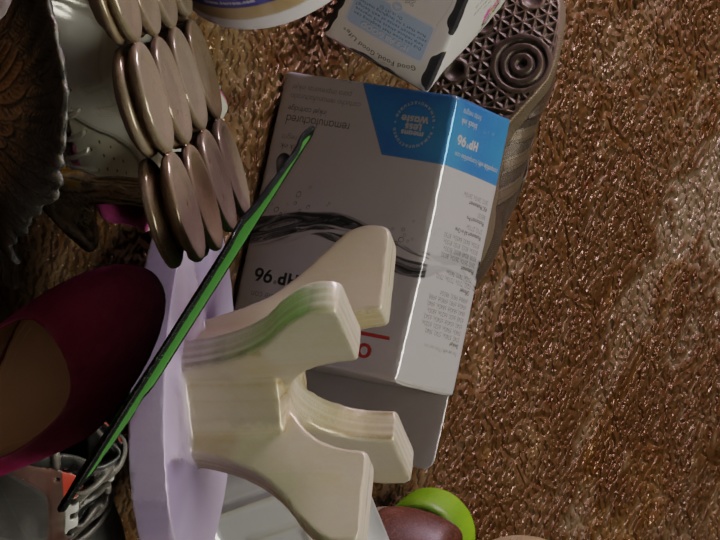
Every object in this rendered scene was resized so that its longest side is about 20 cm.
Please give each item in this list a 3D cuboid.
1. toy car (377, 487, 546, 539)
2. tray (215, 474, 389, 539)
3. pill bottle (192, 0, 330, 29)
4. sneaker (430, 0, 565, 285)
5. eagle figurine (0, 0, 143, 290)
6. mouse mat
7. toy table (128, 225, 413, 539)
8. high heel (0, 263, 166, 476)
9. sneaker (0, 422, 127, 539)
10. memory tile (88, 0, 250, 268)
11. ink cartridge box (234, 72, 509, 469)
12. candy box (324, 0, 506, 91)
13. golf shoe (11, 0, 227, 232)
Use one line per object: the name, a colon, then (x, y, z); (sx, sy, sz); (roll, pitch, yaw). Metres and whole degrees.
toy car: (0.087, 0.217, 1.767); (0.164, 0.199, 0.159); (-37, 122, -61)
tray: (-0.026, 0.188, 1.666); (0.022, 0.107, 0.201); (-93, 163, -66)
pill bottle: (-0.076, -0.224, 1.479); (0.120, 0.119, 0.200); (-63, 143, -26)
sneaker: (0.073, -0.080, 1.837); (0.076, 0.070, 0.201); (63, 47, -71)
eagle figurine: (-0.180, -0.071, 1.339); (0.200, 0.151, 0.152); (52, 17, -71)
mouse mat: (-0.077, 0.018, 1.378); (0.161, 0.008, 0.200); (-57, -178, 18)
toy table: (-0.046, 0.058, 1.553); (0.184, 0.116, 0.201); (56, 33, -66)
high heel: (-0.178, 0.061, 1.359); (0.068, 0.200, 0.096); (63, 22, 11)
sneaker: (-0.151, 0.103, 1.487); (0.077, 0.082, 0.200); (-61, 144, -29)
memory tile: (-0.088, -0.084, 1.382); (0.200, 0.017, 0.154); (-58, 132, -80)
ink cartridge box: (0.000, 0.000, 1.672); (0.068, 0.116, 0.201); (18, 83, -58)
candy box: (0.071, -0.225, 1.672); (0.168, 0.071, 0.201); (-51, 167, -51)
golf shoe: (-0.135, -0.084, 1.472); (0.200, 0.075, 0.092); (37, 71, -55)
